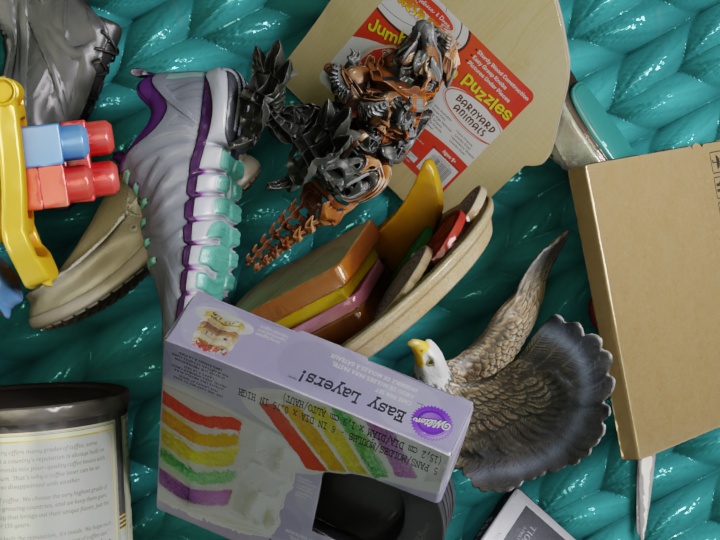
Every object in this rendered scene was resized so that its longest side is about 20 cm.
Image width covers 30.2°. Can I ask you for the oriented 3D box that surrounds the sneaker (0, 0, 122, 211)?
[{"bbox_3d":[-0.214,-0.144,0.960,0.090,0.076,0.201,-6,94,-6],"label":"sneaker"}]

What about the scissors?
[{"bbox_3d":[0.220,0.097,0.990,0.073,0.014,0.201,-12,90,-1],"label":"scissors"}]

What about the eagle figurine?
[{"bbox_3d":[0.079,0.079,0.923,0.200,0.151,0.152,-23,81,9],"label":"eagle figurine"}]

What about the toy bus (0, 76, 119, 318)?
[{"bbox_3d":[-0.251,-0.035,0.864,0.191,0.136,0.201,-4,97,-12],"label":"toy bus"}]

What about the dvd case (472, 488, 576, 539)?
[{"bbox_3d":[0.145,0.276,0.955,0.200,0.025,0.150,42,58,-1],"label":"dvd case"}]

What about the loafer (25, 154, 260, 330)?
[{"bbox_3d":[-0.165,-0.033,0.964,0.200,0.076,0.068,-39,90,-8],"label":"loafer"}]

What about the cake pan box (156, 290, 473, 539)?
[{"bbox_3d":[-0.033,0.123,0.864,0.199,0.184,0.052,22,48,9],"label":"cake pan box"}]

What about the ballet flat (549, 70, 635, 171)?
[{"bbox_3d":[0.133,-0.125,0.970,0.062,0.067,0.200,-33,88,29],"label":"ballet flat"}]

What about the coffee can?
[{"bbox_3d":[-0.231,0.186,0.932,0.146,0.146,0.201,-2,92,1],"label":"coffee can"}]

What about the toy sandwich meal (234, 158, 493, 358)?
[{"bbox_3d":[0.000,0.000,0.905,0.205,0.205,0.070,-40,99,2],"label":"toy sandwich meal"}]

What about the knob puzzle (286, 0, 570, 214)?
[{"bbox_3d":[0.063,-0.150,0.947,0.219,0.030,0.220,8,114,19],"label":"knob puzzle"}]

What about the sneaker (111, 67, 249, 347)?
[{"bbox_3d":[-0.129,-0.040,0.908,0.087,0.074,0.201,6,81,11],"label":"sneaker"}]

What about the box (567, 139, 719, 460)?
[{"bbox_3d":[0.219,0.015,0.934,0.163,0.021,0.201,-12,93,-41],"label":"box"}]

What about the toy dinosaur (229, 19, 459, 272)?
[{"bbox_3d":[-0.010,-0.082,0.904,0.102,0.136,0.201,20,90,34],"label":"toy dinosaur"}]
